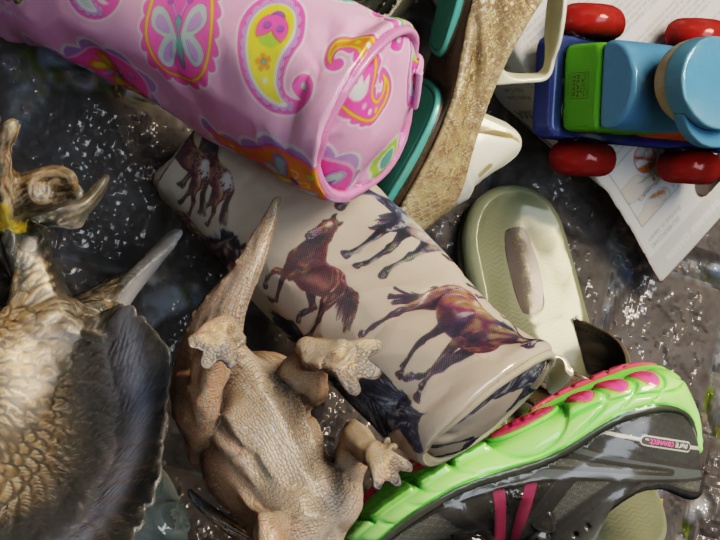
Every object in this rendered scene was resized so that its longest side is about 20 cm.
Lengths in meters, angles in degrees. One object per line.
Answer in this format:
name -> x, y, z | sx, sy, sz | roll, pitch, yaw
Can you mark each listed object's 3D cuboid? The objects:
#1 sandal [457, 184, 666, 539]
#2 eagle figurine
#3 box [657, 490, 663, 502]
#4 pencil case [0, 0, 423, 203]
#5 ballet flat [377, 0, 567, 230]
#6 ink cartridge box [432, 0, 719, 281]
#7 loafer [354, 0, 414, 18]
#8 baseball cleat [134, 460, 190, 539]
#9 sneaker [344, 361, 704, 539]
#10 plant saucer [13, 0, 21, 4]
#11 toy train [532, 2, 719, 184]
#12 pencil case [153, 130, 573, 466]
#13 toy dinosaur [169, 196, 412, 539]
sandal -> 0.101, 0.050, 0.828 | 0.079, 0.057, 0.202 | -14, 80, -31
eagle figurine -> -0.146, 0.061, 0.690 | 0.150, 0.152, 0.202 | -14, 76, 11
box -> 0.089, 0.213, 0.849 | 0.136, 0.038, 0.202 | 1, 88, -24
pencil case -> -0.069, -0.104, 0.705 | 0.199, 0.088, 0.088 | 28, 73, 23
ballet flat -> 0.056, -0.088, 0.791 | 0.065, 0.071, 0.201 | 16, 111, -15
ink cartridge box -> 0.149, -0.121, 0.888 | 0.160, 0.047, 0.200 | -45, 116, -20
loafer -> 0.035, -0.183, 0.815 | 0.075, 0.070, 0.201 | 36, 75, -20
baseball cleat -> -0.125, 0.184, 0.735 | 0.069, 0.106, 0.201 | 24, 49, -29
sneaker -> 0.069, 0.115, 0.768 | 0.199, 0.077, 0.084 | -25, 91, 7
plant saucer -> -0.147, -0.201, 0.617 | 0.031, 0.200, 0.201 | -19, 97, -11
toy train -> 0.195, -0.084, 0.823 | 0.199, 0.115, 0.085 | 2, 93, -30
pencil case -> 0.000, 0.000, 0.740 | 0.089, 0.078, 0.200 | -36, 68, -21
toy dinosaur -> -0.046, 0.078, 0.702 | 0.085, 0.135, 0.202 | -15, 87, -24
